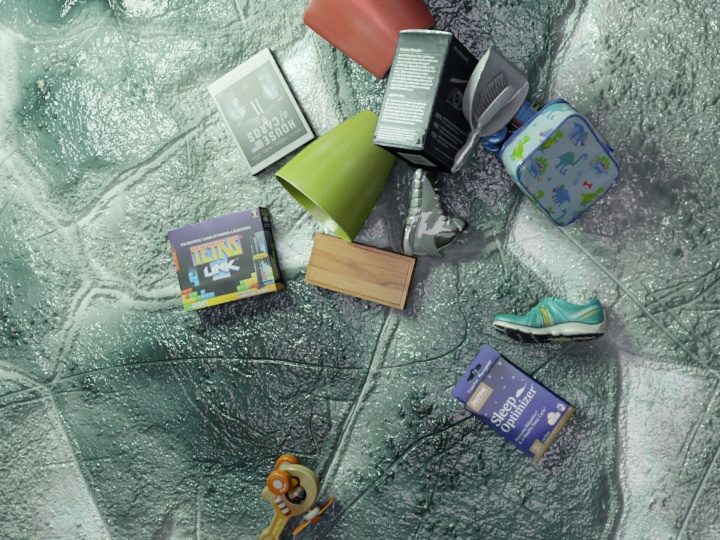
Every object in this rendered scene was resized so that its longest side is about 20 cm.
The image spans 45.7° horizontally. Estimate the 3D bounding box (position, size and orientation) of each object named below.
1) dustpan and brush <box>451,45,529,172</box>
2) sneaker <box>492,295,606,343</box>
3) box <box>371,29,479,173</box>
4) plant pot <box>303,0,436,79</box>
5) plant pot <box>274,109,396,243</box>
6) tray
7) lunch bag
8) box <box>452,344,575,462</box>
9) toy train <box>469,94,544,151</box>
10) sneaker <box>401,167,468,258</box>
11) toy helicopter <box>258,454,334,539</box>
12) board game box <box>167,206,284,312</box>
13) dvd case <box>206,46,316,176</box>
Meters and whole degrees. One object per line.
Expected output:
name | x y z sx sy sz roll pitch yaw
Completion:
dustpan and brush | 0.205 -0.257 1.435 0.200 0.139 0.057 -51 51 16
sneaker | 0.337 0.087 1.530 0.198 0.078 0.080 -3 72 9
box | 0.118 -0.284 1.448 0.104 0.148 0.202 12 86 32
plant pot | 0.026 -0.454 1.525 0.200 0.200 0.177 -44 93 11
plant pot | -0.022 -0.187 1.556 0.187 0.187 0.200 40 84 9
tray | 0.000 0.000 1.615 0.198 0.037 0.100 15 95 12
lunch bag | 0.342 -0.182 1.452 0.161 0.200 0.083 -44 40 10
box | 0.276 0.241 1.559 0.199 0.032 0.122 35 100 11
toy train | 0.261 -0.268 1.522 0.200 0.087 0.114 41 91 11
sneaker | 0.146 -0.118 1.564 0.114 0.075 0.202 11 103 7
toy helicopter | -0.137 0.468 1.656 0.131 0.079 0.201 26 108 2
board game box | -0.262 -0.021 1.667 0.198 0.057 0.167 -14 90 13
dvd case | -0.193 -0.307 1.657 0.150 0.025 0.201 -29 85 13
